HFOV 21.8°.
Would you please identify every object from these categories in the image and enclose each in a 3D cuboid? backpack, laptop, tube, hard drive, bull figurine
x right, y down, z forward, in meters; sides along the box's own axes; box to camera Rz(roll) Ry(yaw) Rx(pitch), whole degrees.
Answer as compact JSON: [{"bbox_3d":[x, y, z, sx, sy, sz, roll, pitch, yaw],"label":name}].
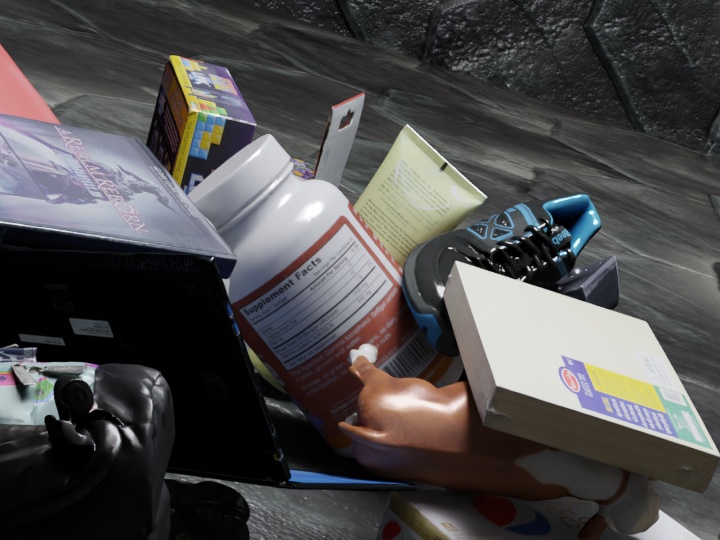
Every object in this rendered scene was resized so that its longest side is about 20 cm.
[{"bbox_3d":[-0.184,0.110,0.816,0.198,0.168,0.127,4,13,2],"label":"backpack"},{"bbox_3d":[-0.088,0.054,0.982,0.176,0.201,0.103,2,31,36],"label":"laptop"},{"bbox_3d":[0.000,0.000,1.310,0.058,0.200,0.052,30,17,-28],"label":"tube"},{"bbox_3d":[0.087,0.048,1.344,0.199,0.043,0.135,-22,3,21],"label":"hard drive"},{"bbox_3d":[0.079,0.097,1.068,0.199,0.066,0.121,16,11,-17],"label":"bull figurine"}]

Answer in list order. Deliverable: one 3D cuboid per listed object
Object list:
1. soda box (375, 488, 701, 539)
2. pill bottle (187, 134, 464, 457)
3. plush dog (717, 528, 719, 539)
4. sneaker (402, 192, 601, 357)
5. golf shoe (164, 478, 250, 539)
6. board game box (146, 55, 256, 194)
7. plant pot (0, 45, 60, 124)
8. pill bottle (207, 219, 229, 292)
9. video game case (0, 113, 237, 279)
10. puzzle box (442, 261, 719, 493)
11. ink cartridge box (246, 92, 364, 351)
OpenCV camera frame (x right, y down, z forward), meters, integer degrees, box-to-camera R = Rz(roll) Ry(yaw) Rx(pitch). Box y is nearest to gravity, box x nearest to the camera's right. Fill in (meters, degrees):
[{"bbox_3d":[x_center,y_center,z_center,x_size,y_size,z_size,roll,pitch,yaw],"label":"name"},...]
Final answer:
[{"bbox_3d":[0.102,0.169,1.081,0.199,0.064,0.068,6,18,-37],"label":"soda box"},{"bbox_3d":[-0.030,0.015,1.226,0.200,0.112,0.112,52,10,-10],"label":"pill bottle"},{"bbox_3d":[0.329,0.136,1.182,0.171,0.162,0.200,4,-6,25],"label":"plush dog"},{"bbox_3d":[0.093,-0.008,1.235,0.074,0.082,0.200,60,33,-6],"label":"sneaker"},{"bbox_3d":[-0.156,0.130,0.941,0.199,0.078,0.094,13,-7,-13],"label":"golf shoe"},{"bbox_3d":[-0.137,-0.066,1.467,0.056,0.166,0.200,13,15,-14],"label":"board game box"},{"bbox_3d":[-0.286,-0.068,1.289,0.177,0.201,0.200,38,23,32],"label":"plant pot"},{"bbox_3d":[-0.180,0.005,1.108,0.116,0.117,0.199,29,19,37],"label":"pill bottle"},{"bbox_3d":[-0.182,-0.049,1.047,0.199,0.019,0.143,7,27,-37],"label":"video game case"},{"bbox_3d":[0.121,0.057,1.075,0.132,0.026,0.200,18,18,-9],"label":"puzzle box"},{"bbox_3d":[-0.057,-0.039,1.388,0.050,0.201,0.109,20,14,8],"label":"ink cartridge box"}]
